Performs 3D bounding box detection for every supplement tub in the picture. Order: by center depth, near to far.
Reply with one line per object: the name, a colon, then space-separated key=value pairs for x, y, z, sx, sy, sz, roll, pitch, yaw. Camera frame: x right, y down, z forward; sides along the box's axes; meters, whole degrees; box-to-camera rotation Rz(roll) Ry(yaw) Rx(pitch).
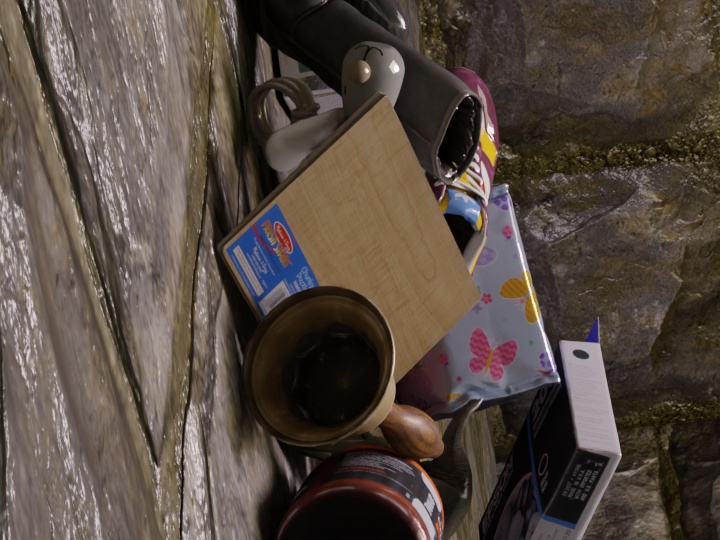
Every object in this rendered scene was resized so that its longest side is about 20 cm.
supplement tub: x=0.002 y=0.176 z=1.507 sx=0.200 sy=0.107 sz=0.107 roll=-49 pitch=131 yaw=-82

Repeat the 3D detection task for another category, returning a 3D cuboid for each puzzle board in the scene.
puzzle board: x=-0.006 y=0.001 z=1.469 sx=0.017 sy=0.151 sz=0.200 roll=29 pitch=-24 yaw=43

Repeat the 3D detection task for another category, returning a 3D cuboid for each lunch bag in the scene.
lunch bag: x=0.071 y=0.032 z=1.813 sx=0.200 sy=0.127 sz=0.170 roll=145 pitch=-69 yaw=-71

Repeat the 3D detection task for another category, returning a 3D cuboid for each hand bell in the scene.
hand bell: x=0.010 y=0.090 z=1.478 sx=0.200 sy=0.104 sz=0.104 roll=40 pitch=41 yaw=-60

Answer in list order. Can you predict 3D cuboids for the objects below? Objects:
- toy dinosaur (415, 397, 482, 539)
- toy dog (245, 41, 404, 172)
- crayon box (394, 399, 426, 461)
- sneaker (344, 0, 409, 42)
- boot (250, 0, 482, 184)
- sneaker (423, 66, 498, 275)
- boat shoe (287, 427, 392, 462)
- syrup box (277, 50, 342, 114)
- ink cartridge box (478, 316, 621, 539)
toy dinosaur: x=0.036 y=0.180 z=1.715 sx=0.102 sy=0.200 sz=0.077 roll=41 pitch=-1 yaw=-6
toy dog: x=-0.020 y=-0.052 z=1.523 sx=0.096 sy=0.131 sz=0.201 roll=0 pitch=79 yaw=-72
crayon box: x=0.030 y=0.184 z=2.051 sx=0.200 sy=0.051 sz=0.126 roll=77 pitch=8 yaw=-50
sneaker: x=-0.007 y=-0.248 z=1.722 sx=0.200 sy=0.091 sz=0.076 roll=56 pitch=-20 yaw=32
boot: x=-0.001 y=-0.168 z=1.606 sx=0.200 sy=0.072 sz=0.182 roll=46 pitch=-14 yaw=30
sneaker: x=0.071 y=-0.060 z=1.676 sx=0.090 sy=0.075 sz=0.201 roll=155 pitch=-54 yaw=-71
boat shoe: x=-0.024 y=0.092 z=1.589 sx=0.066 sy=0.072 sz=0.201 roll=59 pitch=4 yaw=32
syrup box: x=-0.018 y=-0.163 z=1.873 sx=0.200 sy=0.081 sz=0.079 roll=54 pitch=28 yaw=-78
ink cartridge box: x=0.146 y=0.162 z=1.797 sx=0.200 sy=0.043 sz=0.199 roll=-88 pitch=-163 yaw=-60
